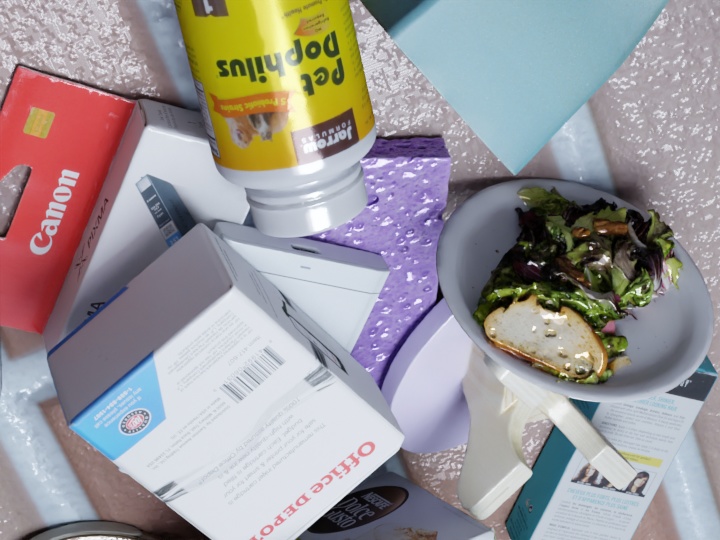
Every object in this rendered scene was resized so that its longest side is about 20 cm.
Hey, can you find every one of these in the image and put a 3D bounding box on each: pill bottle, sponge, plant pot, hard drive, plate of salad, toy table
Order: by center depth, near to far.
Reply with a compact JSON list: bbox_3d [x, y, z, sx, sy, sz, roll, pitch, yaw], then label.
[{"bbox_3d":[-0.053,-0.127,1.554,0.109,0.109,0.201,-15,114,-4],"label":"pill bottle"},{"bbox_3d":[0.111,-0.198,1.558,0.200,0.141,0.141,-42,123,5],"label":"plant pot"},{"bbox_3d":[0.150,0.005,1.656,0.199,0.201,0.048,3,138,-16],"label":"plate of salad"},{"bbox_3d":[-0.077,0.065,1.698,0.131,0.027,0.200,11,119,-29],"label":"hard drive"},{"bbox_3d":[0.000,0.000,1.717,0.111,0.030,0.201,-3,123,-13],"label":"sponge"},{"bbox_3d":[0.119,0.081,1.728,0.184,0.117,0.200,27,107,-42],"label":"toy table"}]

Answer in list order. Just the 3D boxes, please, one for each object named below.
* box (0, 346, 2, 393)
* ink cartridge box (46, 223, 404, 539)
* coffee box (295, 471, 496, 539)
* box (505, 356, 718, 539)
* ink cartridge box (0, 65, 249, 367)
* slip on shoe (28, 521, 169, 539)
[{"bbox_3d":[-0.322,0.009,1.617,0.159,0.044,0.201,1,122,-2],"label":"box"},{"bbox_3d":[-0.089,0.087,1.637,0.146,0.084,0.200,-40,129,8],"label":"ink cartridge box"},{"bbox_3d":[0.005,0.287,1.737,0.197,0.200,0.201,-23,105,-16],"label":"coffee box"},{"bbox_3d":[0.188,0.138,1.842,0.082,0.049,0.201,13,118,-21],"label":"box"},{"bbox_3d":[-0.178,-0.024,1.647,0.176,0.045,0.201,13,118,-23],"label":"ink cartridge box"},{"bbox_3d":[-0.161,0.240,1.811,0.199,0.061,0.076,13,118,-22],"label":"slip on shoe"}]
